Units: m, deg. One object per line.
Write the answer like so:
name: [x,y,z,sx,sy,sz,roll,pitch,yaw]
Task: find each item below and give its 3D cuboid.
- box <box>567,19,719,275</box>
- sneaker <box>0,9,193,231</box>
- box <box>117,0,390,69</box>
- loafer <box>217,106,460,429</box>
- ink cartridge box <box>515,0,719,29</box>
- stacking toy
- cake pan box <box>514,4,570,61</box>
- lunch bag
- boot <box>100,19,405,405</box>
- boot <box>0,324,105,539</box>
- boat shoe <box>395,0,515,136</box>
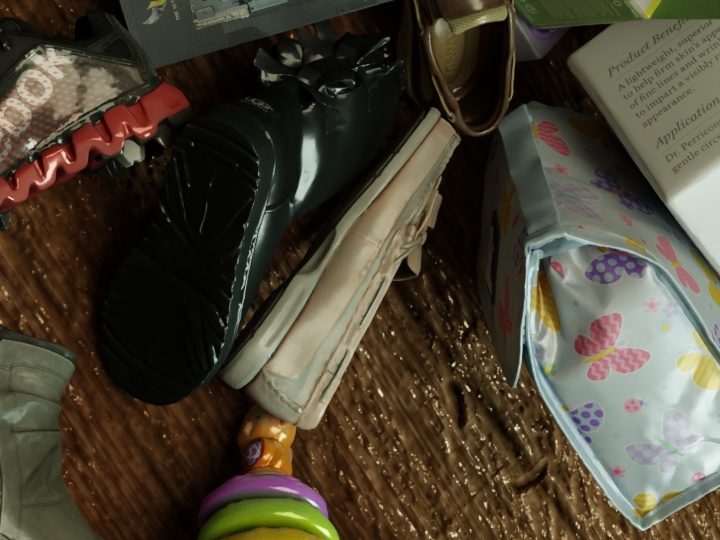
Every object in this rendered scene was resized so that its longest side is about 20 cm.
box: [0.259,-0.091,1.577,0.199,0.131,0.200,-36,141,9]
sneaker: [-0.188,-0.071,1.410,0.200,0.071,0.098,-28,92,-22]
box: [-0.069,-0.220,1.450,0.157,0.051,0.200,-17,103,2]
loafer: [0.000,0.000,1.536,0.063,0.072,0.200,40,69,-7]
ink cartridge box: [0.184,-0.200,1.529,0.048,0.200,0.146,47,66,-27]
stacking toy: [-0.048,0.149,1.480,0.110,0.116,0.200,24,45,-30]
cake pan box: [0.098,-0.247,1.619,0.184,0.052,0.200,-45,116,-23]
lunch bag: [0.134,0.016,1.573,0.127,0.170,0.200,-29,119,10]
boot: [-0.055,-0.035,1.492,0.162,0.073,0.198,-38,154,-54]
boot: [-0.165,0.100,1.438,0.200,0.068,0.131,24,73,-36]
boat shoe: [0.058,-0.160,1.523,0.075,0.075,0.202,-22,135,-13]
